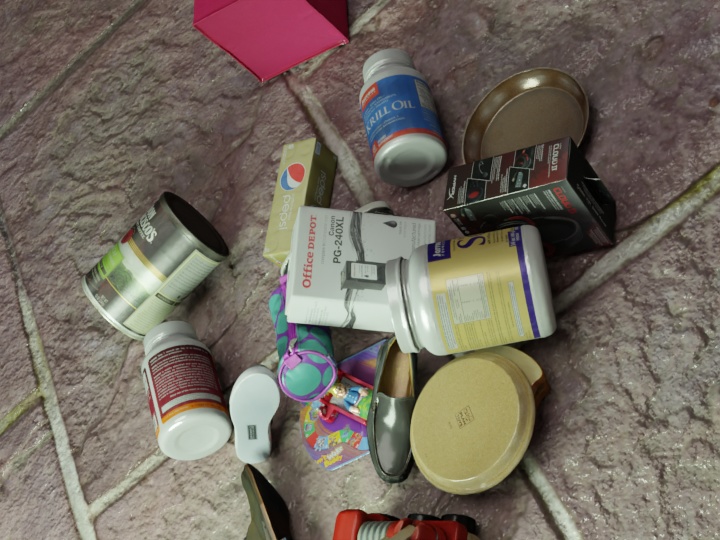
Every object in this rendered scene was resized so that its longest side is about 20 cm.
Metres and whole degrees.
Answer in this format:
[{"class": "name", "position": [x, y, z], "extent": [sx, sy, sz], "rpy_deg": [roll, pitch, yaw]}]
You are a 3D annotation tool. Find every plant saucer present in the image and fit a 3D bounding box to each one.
[{"class": "plant saucer", "position": [0.238, -0.194, 1.745], "extent": [0.199, 0.034, 0.201], "rpy_deg": [-19, 55, 29]}]

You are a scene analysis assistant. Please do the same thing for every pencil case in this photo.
[{"class": "pencil case", "position": [-0.084, 0.094, 1.754], "extent": [0.085, 0.093, 0.200], "rpy_deg": [-25, 32, 6]}]

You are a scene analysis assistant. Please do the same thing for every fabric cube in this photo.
[{"class": "fabric cube", "position": [-0.150, -0.479, 2.091], "extent": [0.195, 0.200, 0.201], "rpy_deg": [-20, 57, 27]}]

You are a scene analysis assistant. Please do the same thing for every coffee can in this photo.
[{"class": "coffee can", "position": [-0.333, -0.007, 2.000], "extent": [0.200, 0.146, 0.147], "rpy_deg": [-45, 47, 9]}]

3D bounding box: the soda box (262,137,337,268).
[{"class": "soda box", "position": [-0.094, -0.102, 1.927], "extent": [0.067, 0.064, 0.201], "rpy_deg": [-8, 61, 34]}]

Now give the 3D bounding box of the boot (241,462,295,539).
[{"class": "boot", "position": [-0.145, 0.365, 1.696], "extent": [0.097, 0.075, 0.200], "rpy_deg": [-40, 50, 9]}]

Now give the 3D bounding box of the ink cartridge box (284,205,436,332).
[{"class": "ink cartridge box", "position": [0.000, 0.000, 1.712], "extent": [0.198, 0.084, 0.146], "rpy_deg": [6, 63, -5]}]

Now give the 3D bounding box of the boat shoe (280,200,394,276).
[{"class": "boat shoe", "position": [-0.030, -0.026, 1.833], "extent": [0.199, 0.074, 0.061], "rpy_deg": [-30, 46, 10]}]

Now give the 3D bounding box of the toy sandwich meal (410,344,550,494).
[{"class": "toy sandwich meal", "position": [0.153, 0.192, 1.574], "extent": [0.204, 0.070, 0.206], "rpy_deg": [-18, 58, 32]}]

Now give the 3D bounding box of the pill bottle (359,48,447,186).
[{"class": "pill bottle", "position": [0.058, -0.235, 1.852], "extent": [0.112, 0.112, 0.201], "rpy_deg": [-29, 51, 21]}]

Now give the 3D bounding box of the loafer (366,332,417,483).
[{"class": "loafer", "position": [0.043, 0.180, 1.638], "extent": [0.072, 0.072, 0.201], "rpy_deg": [-1, 70, 2]}]

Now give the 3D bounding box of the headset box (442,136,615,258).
[{"class": "headset box", "position": [0.231, -0.087, 1.606], "extent": [0.199, 0.149, 0.075], "rpy_deg": [-12, 50, 31]}]

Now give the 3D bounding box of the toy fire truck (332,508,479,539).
[{"class": "toy fire truck", "position": [0.025, 0.341, 1.491], "extent": [0.175, 0.200, 0.129], "rpy_deg": [-7, 61, 34]}]

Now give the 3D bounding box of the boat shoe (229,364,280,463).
[{"class": "boat shoe", "position": [-0.148, 0.190, 1.740], "extent": [0.069, 0.201, 0.067], "rpy_deg": [-1, 46, -3]}]

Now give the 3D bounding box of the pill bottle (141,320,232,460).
[{"class": "pill bottle", "position": [-0.270, 0.178, 1.870], "extent": [0.113, 0.113, 0.201], "rpy_deg": [-36, 49, 16]}]

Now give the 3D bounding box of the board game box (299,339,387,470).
[{"class": "board game box", "position": [-0.015, 0.182, 1.721], "extent": [0.199, 0.039, 0.159], "rpy_deg": [-28, 51, 23]}]

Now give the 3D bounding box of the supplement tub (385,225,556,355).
[{"class": "supplement tub", "position": [0.142, 0.029, 1.575], "extent": [0.199, 0.146, 0.146], "rpy_deg": [-11, 57, 9]}]
